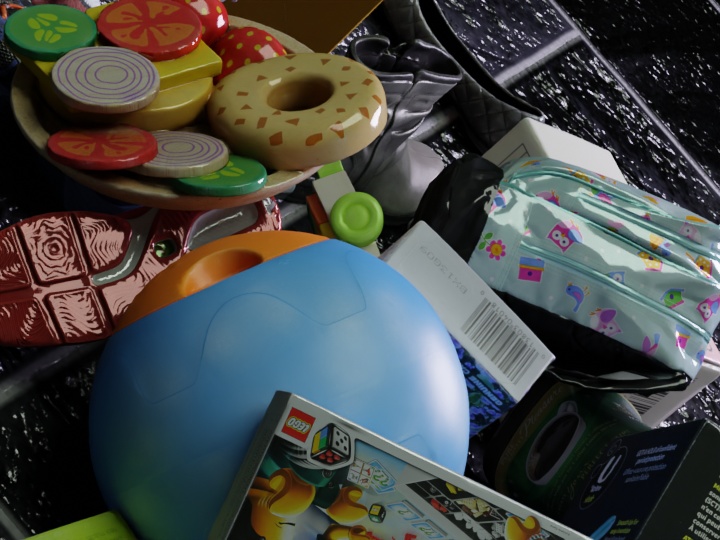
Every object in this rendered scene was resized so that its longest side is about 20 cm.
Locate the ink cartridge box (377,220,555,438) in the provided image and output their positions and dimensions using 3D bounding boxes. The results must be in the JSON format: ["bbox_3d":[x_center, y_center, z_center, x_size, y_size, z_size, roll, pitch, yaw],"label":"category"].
[{"bbox_3d":[0.011,0.064,1.492,0.109,0.200,0.050,46,49,-3],"label":"ink cartridge box"}]

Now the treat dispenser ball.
[{"bbox_3d":[-0.042,0.080,1.356,0.201,0.201,0.201,35,29,-23],"label":"treat dispenser ball"}]

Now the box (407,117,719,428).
[{"bbox_3d":[0.141,0.017,1.795,0.109,0.128,0.201,17,40,-47],"label":"box"}]

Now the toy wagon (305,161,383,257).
[{"bbox_3d":[0.000,0.000,1.604,0.155,0.039,0.201,86,-16,-74],"label":"toy wagon"}]

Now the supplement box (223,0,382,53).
[{"bbox_3d":[-0.016,-0.273,1.874,0.133,0.197,0.200,42,28,-11],"label":"supplement box"}]

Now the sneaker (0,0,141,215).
[{"bbox_3d":[-0.178,-0.117,1.555,0.200,0.078,0.075,51,26,5],"label":"sneaker"}]

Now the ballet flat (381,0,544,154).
[{"bbox_3d":[0.076,-0.173,2.033,0.200,0.057,0.066,55,26,13],"label":"ballet flat"}]

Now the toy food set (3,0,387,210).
[{"bbox_3d":[-0.101,-0.099,1.457,0.197,0.049,0.200,-19,45,-30],"label":"toy food set"}]

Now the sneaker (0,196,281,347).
[{"bbox_3d":[-0.148,0.008,1.457,0.199,0.115,0.079,-14,81,-27],"label":"sneaker"}]

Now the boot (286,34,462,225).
[{"bbox_3d":[0.028,-0.098,1.778,0.200,0.131,0.068,4,50,-54],"label":"boot"}]

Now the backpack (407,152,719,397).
[{"bbox_3d":[0.131,0.002,1.613,0.199,0.127,0.167,21,2,-4],"label":"backpack"}]

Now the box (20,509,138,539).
[{"bbox_3d":[-0.109,0.217,1.245,0.200,0.048,0.122,54,27,13],"label":"box"}]

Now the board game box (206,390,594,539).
[{"bbox_3d":[0.023,0.157,1.251,0.199,0.127,0.035,26,-7,-13],"label":"board game box"}]

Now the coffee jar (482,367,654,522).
[{"bbox_3d":[0.156,0.135,1.614,0.085,0.104,0.200,35,1,-28],"label":"coffee jar"}]

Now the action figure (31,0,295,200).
[{"bbox_3d":[-0.131,-0.107,1.626,0.200,0.134,0.149,35,64,-10],"label":"action figure"}]

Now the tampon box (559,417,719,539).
[{"bbox_3d":[0.161,0.201,1.419,0.126,0.200,0.150,36,-14,-8],"label":"tampon box"}]
